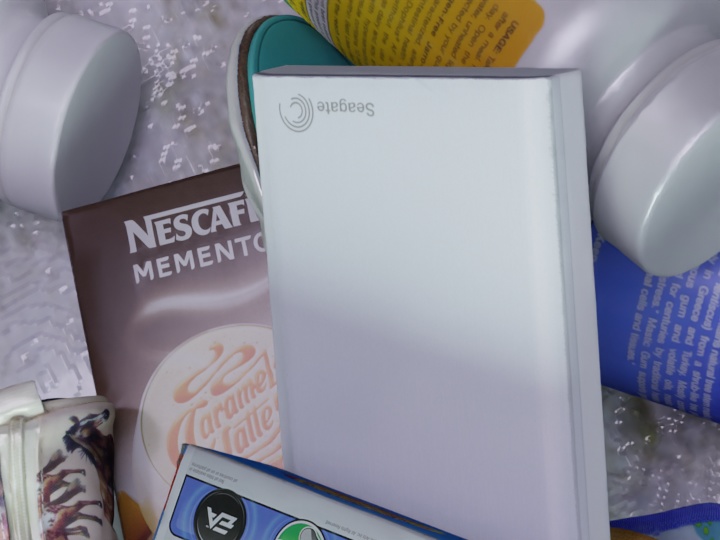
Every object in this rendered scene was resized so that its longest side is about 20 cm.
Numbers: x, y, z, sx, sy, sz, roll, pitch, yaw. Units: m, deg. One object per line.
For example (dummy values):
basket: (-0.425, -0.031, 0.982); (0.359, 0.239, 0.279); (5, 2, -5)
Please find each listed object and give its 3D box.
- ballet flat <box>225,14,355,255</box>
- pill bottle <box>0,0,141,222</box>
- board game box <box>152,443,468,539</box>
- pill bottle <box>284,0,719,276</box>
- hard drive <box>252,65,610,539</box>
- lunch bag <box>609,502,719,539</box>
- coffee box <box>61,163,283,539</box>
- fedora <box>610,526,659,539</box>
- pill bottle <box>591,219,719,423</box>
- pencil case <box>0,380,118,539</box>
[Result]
ballet flat: (0.000, 0.000, 1.114); (0.069, 0.069, 0.200); (-33, 78, 5)
pill bottle: (-0.197, -0.086, 1.229); (0.199, 0.111, 0.111); (17, 84, 15)
board game box: (-0.002, 0.181, 0.994); (0.199, 0.056, 0.197); (18, 89, 36)
pill bottle: (0.062, -0.091, 1.070); (0.113, 0.113, 0.200); (-48, 63, 1)
hard drive: (0.025, 0.030, 1.036); (0.132, 0.027, 0.201); (4, 102, 40)
lunch bag: (0.180, 0.163, 1.100); (0.199, 0.127, 0.171); (-10, 80, 26)
coffee box: (-0.041, 0.065, 1.183); (0.114, 0.080, 0.201); (-15, 77, 8)
fedora: (0.066, 0.190, 1.058); (0.200, 0.082, 0.201); (-20, 49, 25)
pill bottle: (0.146, 0.003, 1.136); (0.199, 0.112, 0.112); (19, 85, 15)
pencil case: (-0.120, 0.144, 1.122); (0.077, 0.089, 0.201); (-6, 84, -15)
